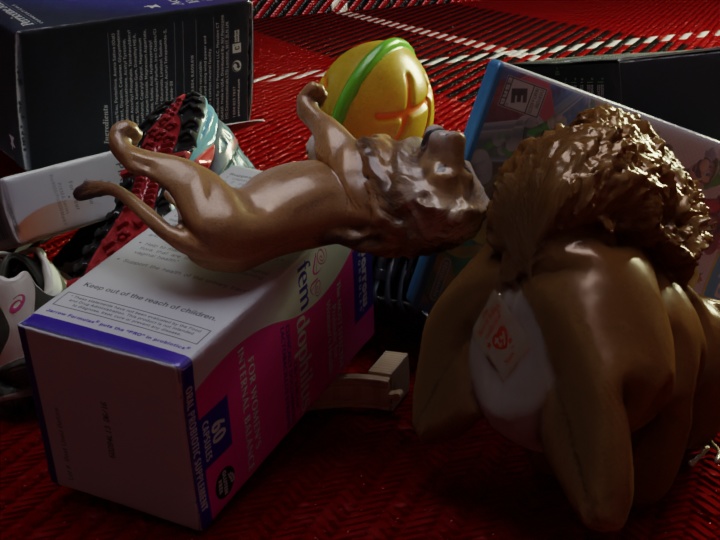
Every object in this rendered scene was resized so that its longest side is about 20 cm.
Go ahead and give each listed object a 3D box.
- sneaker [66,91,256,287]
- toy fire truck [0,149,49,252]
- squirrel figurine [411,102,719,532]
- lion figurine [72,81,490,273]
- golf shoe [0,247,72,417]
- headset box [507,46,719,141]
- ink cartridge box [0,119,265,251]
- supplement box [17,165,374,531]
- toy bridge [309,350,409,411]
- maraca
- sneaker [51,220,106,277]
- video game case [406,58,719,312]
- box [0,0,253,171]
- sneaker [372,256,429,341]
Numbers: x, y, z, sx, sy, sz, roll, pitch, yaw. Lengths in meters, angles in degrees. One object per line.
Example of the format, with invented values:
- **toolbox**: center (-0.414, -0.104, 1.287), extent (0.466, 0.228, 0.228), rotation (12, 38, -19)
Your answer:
- **sneaker**: center (-0.113, -0.012, 0.735), extent (0.078, 0.095, 0.202), rotation (-5, 55, 40)
- **toy fire truck**: center (-0.261, -0.091, 0.963), extent (0.200, 0.129, 0.176), rotation (-43, 1, 25)
- **squirrel figurine**: center (0.141, 0.016, 0.587), extent (0.184, 0.204, 0.141), rotation (1, 4, -35)
- **lion figurine**: center (-0.038, -0.035, 0.599), extent (0.198, 0.073, 0.123), rotation (-21, 51, -17)
- **golf shoe**: center (-0.216, 0.019, 0.776), extent (0.076, 0.089, 0.200), rotation (-13, 19, -13)
- **headset box**: center (0.181, -0.060, 0.788), extent (0.091, 0.177, 0.200), rotation (-7, 9, -13)
- **ink cartridge box**: center (-0.183, -0.058, 0.846), extent (0.198, 0.051, 0.161), rotation (-16, 5, -30)
- **supplement box**: center (-0.079, 0.032, 0.642), extent (0.102, 0.103, 0.200), rotation (11, 33, 23)
- **toy bridge**: center (-0.066, 0.065, 0.722), extent (0.197, 0.028, 0.067), rotation (6, 23, 23)
- **maraca**: center (0.013, -0.128, 1.054), extent (0.106, 0.201, 0.138), rotation (33, 72, 20)
- **sneaker**: center (-0.177, -0.011, 0.918), extent (0.199, 0.083, 0.072), rotation (-10, 38, 54)
- **video game case**: center (0.139, -0.022, 0.670), extent (0.197, 0.145, 0.018), rotation (16, 12, -19)
- **box**: center (-0.203, -0.166, 0.898), extent (0.198, 0.106, 0.147), rotation (-18, 34, -36)
- **sneaker**: center (-0.001, 0.002, 0.751), extent (0.144, 0.078, 0.202), rotation (16, -2, -23)
